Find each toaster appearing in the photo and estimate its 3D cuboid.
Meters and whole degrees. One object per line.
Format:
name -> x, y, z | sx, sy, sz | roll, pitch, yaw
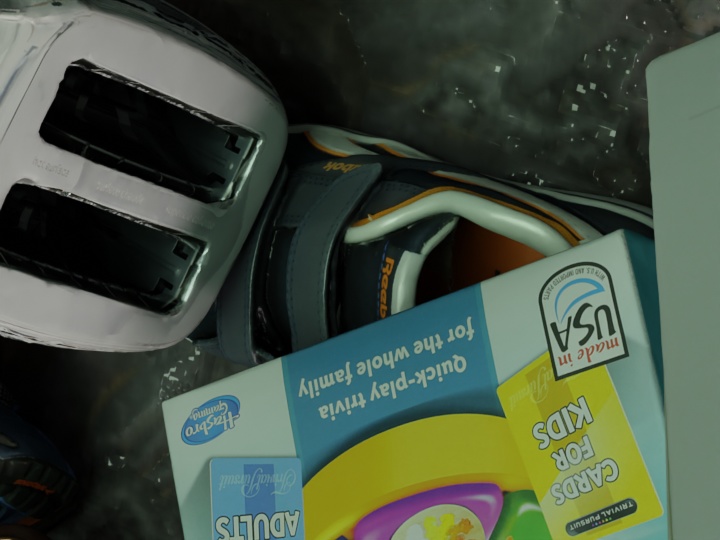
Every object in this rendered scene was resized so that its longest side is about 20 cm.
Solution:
toaster -> -0.111, -0.046, 0.794 | 0.129, 0.200, 0.114 | 30, 94, 31

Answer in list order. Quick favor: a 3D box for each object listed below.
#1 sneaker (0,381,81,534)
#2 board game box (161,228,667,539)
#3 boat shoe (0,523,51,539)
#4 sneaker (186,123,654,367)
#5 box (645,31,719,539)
sneaker -> -0.156, 0.038, 0.859 | 0.075, 0.200, 0.079 | -36, 66, -5
board game box -> 0.035, 0.109, 0.722 | 0.151, 0.047, 0.201 | -22, 69, 28
boat shoe -> -0.101, 0.175, 0.907 | 0.070, 0.070, 0.201 | -8, 102, 5
sneaker -> 0.000, 0.000, 0.827 | 0.199, 0.079, 0.079 | 5, 103, 28
box -> 0.187, 0.034, 0.617 | 0.198, 0.201, 0.171 | -22, 131, 23
